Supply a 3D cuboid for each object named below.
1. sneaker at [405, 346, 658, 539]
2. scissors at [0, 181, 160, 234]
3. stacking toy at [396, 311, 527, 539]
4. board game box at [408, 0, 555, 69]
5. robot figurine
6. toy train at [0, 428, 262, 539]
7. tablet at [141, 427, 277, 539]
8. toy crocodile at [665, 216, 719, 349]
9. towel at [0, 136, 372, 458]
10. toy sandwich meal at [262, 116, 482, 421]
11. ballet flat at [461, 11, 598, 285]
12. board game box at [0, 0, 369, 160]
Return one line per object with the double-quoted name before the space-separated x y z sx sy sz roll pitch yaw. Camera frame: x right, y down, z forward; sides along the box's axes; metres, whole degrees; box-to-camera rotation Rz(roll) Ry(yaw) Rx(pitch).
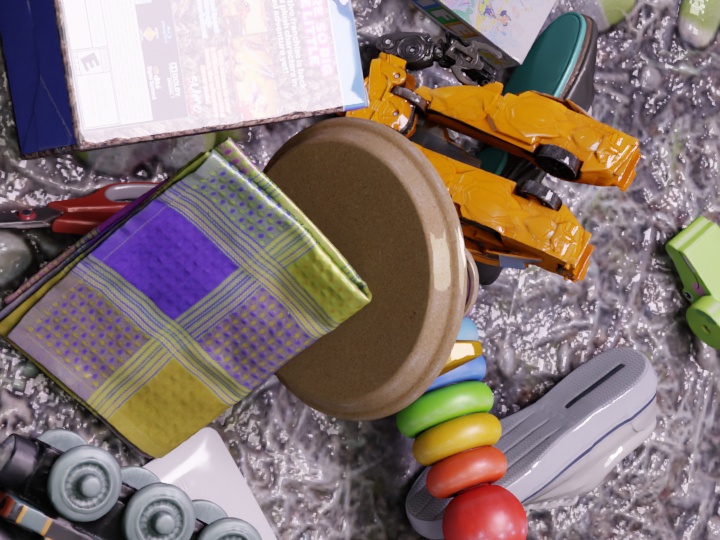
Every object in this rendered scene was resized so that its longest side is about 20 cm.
"sneaker" 0.123 0.131 1.728 0.200 0.073 0.071 -30 125 -16
"scissors" -0.193 -0.035 1.588 0.200 0.073 0.014 2 125 -8
"stacking toy" 0.056 0.093 1.651 0.085 0.085 0.200 -12 74 -28
"board game box" 0.096 -0.256 1.746 0.134 0.034 0.200 35 72 -23
"robot figurine" 0.069 -0.072 1.665 0.200 0.058 0.145 23 73 18
"toy train" -0.146 0.175 1.561 0.200 0.085 0.114 29 84 -25
"tablet" -0.141 0.202 1.614 0.200 0.014 0.130 -33 104 -25
"toy crocodile" 0.280 0.050 1.827 0.068 0.062 0.200 -44 103 -22
"towel" -0.108 0.023 1.563 0.144 0.200 0.023 46 26 -18
"toy sandwich meal" 0.000 0.000 1.595 0.070 0.205 0.205 -5 90 -48
"ballet flat" 0.111 -0.076 1.736 0.068 0.068 0.200 38 82 -32
"board game box" -0.113 -0.162 1.594 0.200 0.097 0.159 -10 93 -28
